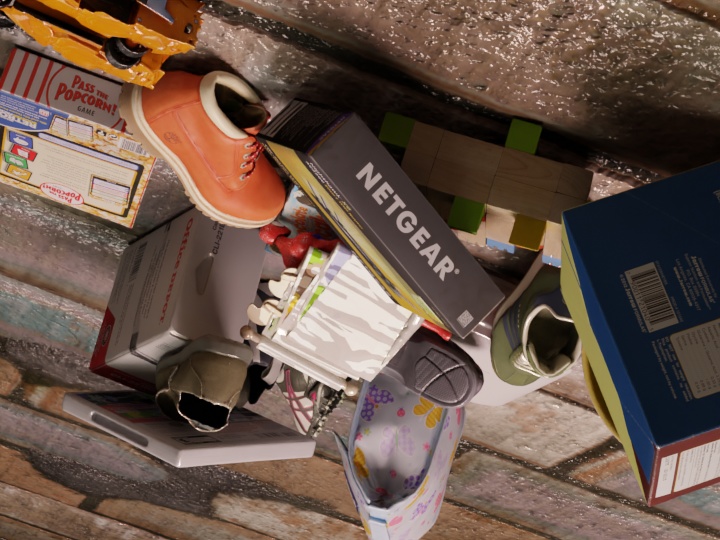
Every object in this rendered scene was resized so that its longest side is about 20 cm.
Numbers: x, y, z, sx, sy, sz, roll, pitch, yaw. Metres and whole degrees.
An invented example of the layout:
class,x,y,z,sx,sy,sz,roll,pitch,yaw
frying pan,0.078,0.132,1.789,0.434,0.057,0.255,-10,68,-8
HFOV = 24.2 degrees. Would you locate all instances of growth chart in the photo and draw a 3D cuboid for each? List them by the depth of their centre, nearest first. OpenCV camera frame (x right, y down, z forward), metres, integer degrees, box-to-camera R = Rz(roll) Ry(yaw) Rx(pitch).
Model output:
class,x,y,z,sx,sy,sz,roll,pitch,yaw
growth chart,-0.013,0.036,1.526,0.144,0.018,0.200,36,129,-12

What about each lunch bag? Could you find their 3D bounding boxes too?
class,x,y,z,sx,sy,sz,roll,pitch,yaw
lunch bag,0.040,0.201,1.860,0.126,0.202,0.170,10,157,12

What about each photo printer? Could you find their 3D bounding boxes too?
class,x,y,z,sx,sy,sz,roll,pitch,yaw
photo printer,0.110,0.072,1.692,0.165,0.070,0.200,24,155,-17

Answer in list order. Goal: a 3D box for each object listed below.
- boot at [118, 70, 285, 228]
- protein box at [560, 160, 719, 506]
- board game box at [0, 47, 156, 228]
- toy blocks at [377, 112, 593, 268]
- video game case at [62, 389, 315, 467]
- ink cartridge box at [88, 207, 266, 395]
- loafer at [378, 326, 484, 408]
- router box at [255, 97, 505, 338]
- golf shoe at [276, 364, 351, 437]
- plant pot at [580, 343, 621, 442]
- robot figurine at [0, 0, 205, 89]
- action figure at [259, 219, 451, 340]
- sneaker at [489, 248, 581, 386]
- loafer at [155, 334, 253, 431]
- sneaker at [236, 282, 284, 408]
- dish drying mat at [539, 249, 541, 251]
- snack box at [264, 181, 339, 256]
class,x,y,z,sx,sy,sz,roll,pitch,yaw
boot,-0.108,-0.103,1.448,0.106,0.076,0.200,-7,147,33
protein box,0.275,0.036,1.258,0.198,0.200,0.135,-18,154,-3
board game box,-0.261,-0.116,1.541,0.150,0.047,0.200,19,156,-9
toy blocks,0.111,-0.058,1.396,0.198,0.101,0.137,17,167,8
video game case,-0.175,0.159,1.727,0.181,0.023,0.199,20,-169,39
ink cartridge box,-0.184,0.032,1.696,0.083,0.145,0.200,24,156,-24
loafer,0.031,0.062,1.596,0.199,0.072,0.063,35,-164,15
router box,0.013,-0.045,1.364,0.200,0.052,0.157,50,172,-19
golf shoe,-0.060,0.131,1.955,0.088,0.077,0.200,34,156,9
plant pot,0.306,0.067,1.448,0.198,0.202,0.142,4,-177,26
robot figurine,-0.228,-0.211,1.296,0.199,0.059,0.145,25,155,-21
action figure,0.000,0.000,1.538,0.199,0.052,0.066,21,151,-4
sneaker,0.160,0.063,1.512,0.067,0.090,0.201,13,140,-7
loafer,-0.158,0.118,1.601,0.075,0.070,0.200,17,158,-12
sneaker,-0.150,0.087,1.815,0.198,0.131,0.079,0,151,33
dish drying mat,0.204,-0.006,1.525,0.076,0.018,0.200,1,152,28
snack box,-0.014,-0.050,1.543,0.115,0.037,0.200,18,157,-6
